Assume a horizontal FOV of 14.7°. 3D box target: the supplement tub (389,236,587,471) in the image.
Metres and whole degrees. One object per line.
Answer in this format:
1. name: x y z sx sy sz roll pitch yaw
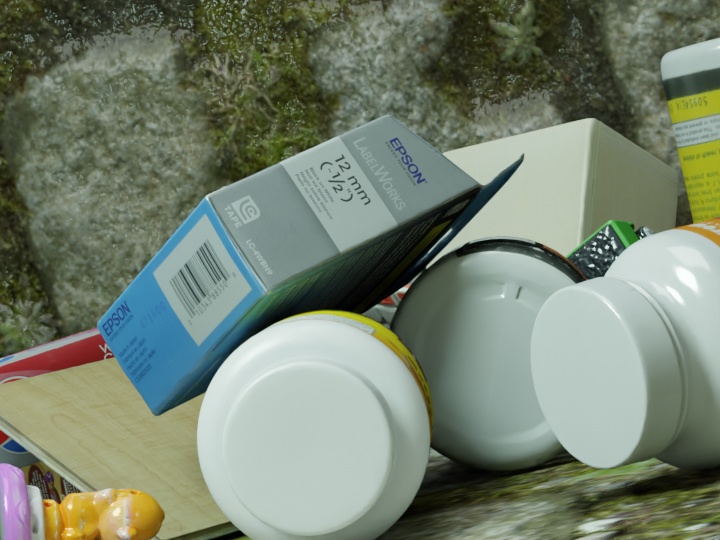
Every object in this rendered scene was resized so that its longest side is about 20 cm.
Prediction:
1. supplement tub: 0.079 0.043 1.557 0.122 0.123 0.200 -13 0 5

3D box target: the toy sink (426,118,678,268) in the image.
1. toy sink: 0.125 0.021 1.829 0.130 0.201 0.112 -13 -28 39

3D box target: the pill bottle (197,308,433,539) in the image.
1. pill bottle: -0.020 0.076 1.331 0.108 0.110 0.200 -13 1 3

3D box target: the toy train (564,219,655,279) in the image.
1. toy train: 0.102 0.038 1.715 0.200 0.042 0.056 -41 -20 21

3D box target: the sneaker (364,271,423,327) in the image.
1. sneaker: 0.000 0.000 1.730 0.199 0.077 0.082 9 54 29

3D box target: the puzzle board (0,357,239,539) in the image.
1. puzzle board: -0.105 0.098 1.559 0.150 0.018 0.200 -12 29 -36

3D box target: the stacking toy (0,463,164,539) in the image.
1. stacking toy: -0.196 0.129 1.383 0.198 0.111 0.116 -2 14 -12

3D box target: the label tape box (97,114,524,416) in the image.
1. label tape box: -0.025 -0.013 1.477 0.199 0.066 0.143 -29 -11 -39

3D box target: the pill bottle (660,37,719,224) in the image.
1. pill bottle: 0.241 -0.035 1.551 0.113 0.202 0.114 -12 1 0

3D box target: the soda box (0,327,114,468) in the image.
1. soda box: -0.192 0.078 1.668 0.199 0.064 0.070 -19 4 -32

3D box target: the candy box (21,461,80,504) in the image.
1. candy box: -0.134 0.124 1.686 0.116 0.057 0.200 -14 0 -34

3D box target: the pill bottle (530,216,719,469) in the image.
1. pill bottle: 0.182 0.029 1.306 0.199 0.113 0.112 -13 1 -34
